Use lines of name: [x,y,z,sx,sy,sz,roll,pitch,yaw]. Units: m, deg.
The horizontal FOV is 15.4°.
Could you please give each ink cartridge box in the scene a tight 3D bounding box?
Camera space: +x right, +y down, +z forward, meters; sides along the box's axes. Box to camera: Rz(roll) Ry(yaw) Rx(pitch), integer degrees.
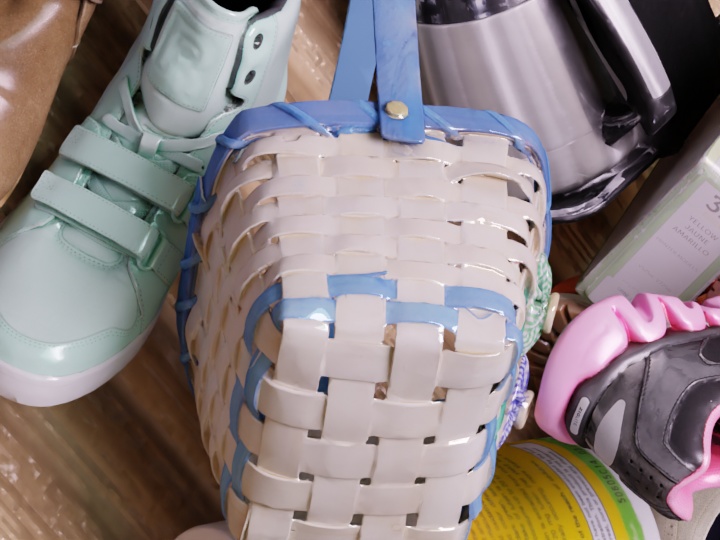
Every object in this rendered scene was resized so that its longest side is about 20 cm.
ink cartridge box: [0.181,-0.072,1.127,0.048,0.200,0.146,40,43,-1]

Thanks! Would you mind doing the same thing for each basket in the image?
basket: [0.000,0.000,1.009,0.138,0.177,0.201,1,46,-11]

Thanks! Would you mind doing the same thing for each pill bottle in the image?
pill bottle: [0.018,0.131,1.074,0.199,0.111,0.112,-4,86,-40]

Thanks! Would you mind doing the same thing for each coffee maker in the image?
coffee maker: [0.072,-0.152,1.139,0.201,0.134,0.192,67,31,-29]

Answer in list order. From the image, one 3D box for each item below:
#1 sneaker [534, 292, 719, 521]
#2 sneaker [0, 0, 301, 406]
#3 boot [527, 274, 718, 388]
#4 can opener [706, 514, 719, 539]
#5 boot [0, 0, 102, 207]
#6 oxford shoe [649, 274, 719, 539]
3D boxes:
sneaker: [0.167,0.046,1.028,0.199,0.095,0.079,-17,133,-29]
sneaker: [-0.087,-0.049,1.001,0.073,0.119,0.201,26,53,8]
boot: [0.150,0.036,1.232,0.200,0.075,0.108,34,57,-38]
can opener: [0.163,0.135,1.191,0.200,0.053,0.067,-53,151,2]
boot: [-0.125,-0.114,1.015,0.073,0.075,0.201,29,67,-35]
oxford shoe: [0.173,0.059,1.132,0.071,0.074,0.201,19,101,-50]
